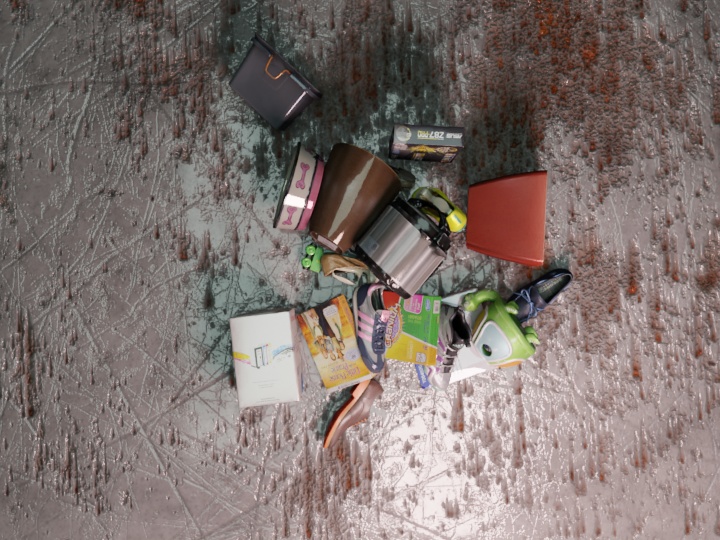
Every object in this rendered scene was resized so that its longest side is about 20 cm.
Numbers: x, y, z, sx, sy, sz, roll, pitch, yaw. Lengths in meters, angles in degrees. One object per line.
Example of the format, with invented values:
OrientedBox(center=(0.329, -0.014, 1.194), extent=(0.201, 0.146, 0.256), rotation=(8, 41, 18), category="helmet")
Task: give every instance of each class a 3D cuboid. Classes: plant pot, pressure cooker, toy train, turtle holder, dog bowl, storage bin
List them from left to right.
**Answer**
OrientedBox(center=(-0.206, -0.429, 1.612), extent=(0.199, 0.146, 0.135), rotation=(41, 100, -1), category="storage bin")
OrientedBox(center=(-0.139, -0.184, 1.581), extent=(0.072, 0.200, 0.205), rotation=(17, 90, -10), category="dog bowl")
OrientedBox(center=(-0.089, -0.092, 1.656), extent=(0.055, 0.042, 0.205), rotation=(20, 89, -11), category="toy train")
OrientedBox(center=(-0.030, -0.148, 1.564), extent=(0.184, 0.187, 0.203), rotation=(29, 78, -1), category="plant pot")
OrientedBox(center=(0.104, -0.061, 1.521), extent=(0.175, 0.179, 0.201), rotation=(41, 93, 5), category="pressure cooker")
OrientedBox(center=(0.312, 0.135, 1.575), extent=(0.131, 0.141, 0.186), rotation=(-37, 106, 13), category="turtle holder")
OrientedBox(center=(0.332, -0.119, 1.595), extent=(0.171, 0.200, 0.206), rotation=(3, 90, 11), category="plant pot")

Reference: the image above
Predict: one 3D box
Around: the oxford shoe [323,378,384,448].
OrientedBox(center=(-0.018, 0.346, 1.641), extent=(0.072, 0.071, 0.202), rotation=(35, 89, -6), category="oxford shoe")

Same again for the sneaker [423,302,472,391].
OrientedBox(center=(0.206, 0.177, 1.563), extent=(0.076, 0.139, 0.206), rotation=(-5, 93, -30), category="sneaker")

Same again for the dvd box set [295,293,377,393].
OrientedBox(center=(-0.059, 0.174, 1.623), extent=(0.144, 0.029, 0.204), rotation=(-23, 91, 35), category="dvd box set")

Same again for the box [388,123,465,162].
OrientedBox(center=(0.146, -0.289, 1.578), extent=(0.156, 0.200, 0.051), rotation=(5, 89, -1), category="box")

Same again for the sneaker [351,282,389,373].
OrientedBox(center=(0.034, 0.127, 1.573), extent=(0.081, 0.069, 0.206), rotation=(-20, 76, 39), category="sneaker")

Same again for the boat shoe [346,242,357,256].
OrientedBox(center=(0.055, -0.084, 1.642), extent=(0.194, 0.068, 0.076), rotation=(-14, 90, -1), category="boat shoe")

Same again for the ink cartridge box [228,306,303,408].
OrientedBox(center=(-0.215, 0.196, 1.599), extent=(0.140, 0.147, 0.206), rotation=(-6, 90, -1), category="ink cartridge box")

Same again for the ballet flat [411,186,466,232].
OrientedBox(center=(0.170, -0.156, 1.585), extent=(0.067, 0.200, 0.067), rotation=(-49, 133, 3), category="ballet flat")

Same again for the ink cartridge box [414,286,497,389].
OrientedBox(center=(0.213, 0.164, 1.658), extent=(0.195, 0.041, 0.205), rotation=(-18, 90, -1), category="ink cartridge box")

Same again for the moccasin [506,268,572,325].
OrientedBox(center=(0.417, 0.057, 1.647), extent=(0.199, 0.068, 0.081), rotation=(-42, 91, 1), category="moccasin")

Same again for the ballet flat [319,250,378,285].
OrientedBox(center=(0.000, 0.000, 1.631), extent=(0.194, 0.068, 0.074), rotation=(5, 72, -12), category="ballet flat")

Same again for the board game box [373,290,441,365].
OrientedBox(center=(0.089, 0.128, 1.600), extent=(0.196, 0.040, 0.158), rotation=(4, 90, 38), category="board game box")

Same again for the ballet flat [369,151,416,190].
OrientedBox(center=(0.039, -0.243, 1.652), extent=(0.196, 0.068, 0.047), rotation=(25, 120, -4), category="ballet flat")
